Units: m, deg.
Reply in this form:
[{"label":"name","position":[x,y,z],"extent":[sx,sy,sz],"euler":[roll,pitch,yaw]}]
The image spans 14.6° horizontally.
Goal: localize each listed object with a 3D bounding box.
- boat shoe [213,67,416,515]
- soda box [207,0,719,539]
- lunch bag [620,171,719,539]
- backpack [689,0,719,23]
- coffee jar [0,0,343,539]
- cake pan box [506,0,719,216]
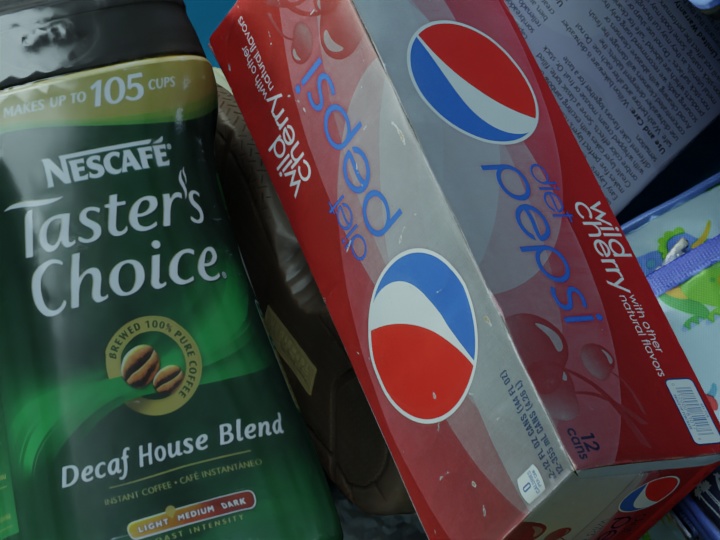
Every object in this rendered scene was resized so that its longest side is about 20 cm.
[{"label":"boat shoe","position":[-0.002,0.005,0.925],"extent":[0.075,0.075,0.202],"euler":[-5,43,-29]},{"label":"soda box","position":[0.028,-0.010,0.829],"extent":[0.063,0.070,0.200],"euler":[-3,58,-37]},{"label":"lunch bag","position":[0.165,0.023,0.863],"extent":[0.200,0.082,0.161],"euler":[-27,52,-10]},{"label":"backpack","position":[0.166,-0.159,0.829],"extent":[0.200,0.147,0.183],"euler":[-46,19,15]},{"label":"coffee jar","position":[-0.079,0.008,0.866],"extent":[0.104,0.085,0.200],"euler":[-15,83,-12]},{"label":"cake pan box","position":[0.073,-0.142,0.942],"extent":[0.184,0.052,0.200],"euler":[-45,103,-20]}]
